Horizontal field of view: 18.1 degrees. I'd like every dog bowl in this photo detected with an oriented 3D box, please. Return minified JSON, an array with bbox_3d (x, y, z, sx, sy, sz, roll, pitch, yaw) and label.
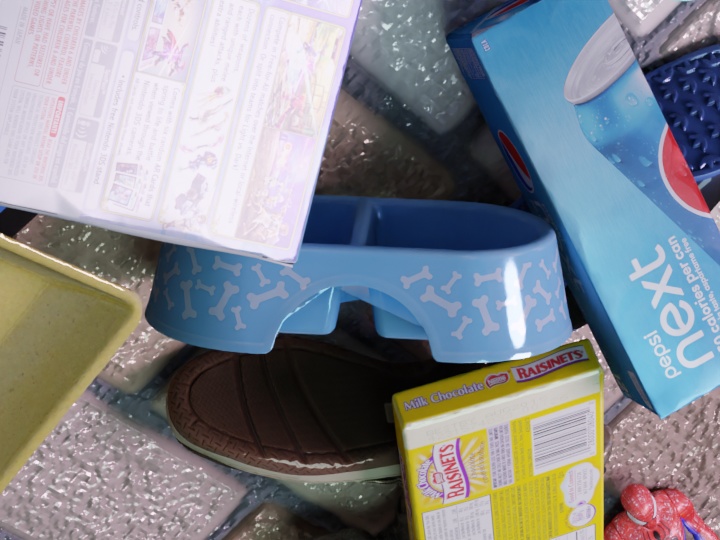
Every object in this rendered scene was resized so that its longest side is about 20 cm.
[{"bbox_3d":[0.000,0.000,1.047,0.199,0.112,0.050,3,106,2],"label":"dog bowl"}]

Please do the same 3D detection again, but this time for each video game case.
[{"bbox_3d":[-0.086,-0.116,0.925,0.180,0.045,0.201,12,95,-33],"label":"video game case"}]

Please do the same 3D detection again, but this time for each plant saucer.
[{"bbox_3d":[-0.226,0.039,0.958,0.199,0.049,0.200,26,112,-40],"label":"plant saucer"}]

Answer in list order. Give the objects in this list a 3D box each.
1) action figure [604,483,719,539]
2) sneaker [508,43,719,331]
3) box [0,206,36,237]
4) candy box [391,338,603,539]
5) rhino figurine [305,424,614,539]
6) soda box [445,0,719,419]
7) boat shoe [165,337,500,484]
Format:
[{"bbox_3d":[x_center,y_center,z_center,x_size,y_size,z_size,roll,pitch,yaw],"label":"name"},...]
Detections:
[{"bbox_3d":[0.194,0.189,1.364,0.065,0.052,0.200,-30,131,3],"label":"action figure"},{"bbox_3d":[0.138,-0.036,1.149,0.200,0.070,0.078,-36,155,-4],"label":"sneaker"},{"bbox_3d":[-0.240,-0.033,0.960,0.200,0.049,0.160,-41,135,7],"label":"box"},{"bbox_3d":[0.073,0.113,1.146,0.102,0.027,0.201,-14,143,-5],"label":"candy box"},{"bbox_3d":[0.045,0.139,1.235,0.199,0.060,0.088,-24,147,-5],"label":"rhino figurine"},{"bbox_3d":[0.117,-0.036,1.064,0.068,0.064,0.201,-28,100,-5],"label":"soda box"},{"bbox_3d":[-0.003,0.082,1.158,0.201,0.075,0.075,4,155,-14],"label":"boat shoe"}]
